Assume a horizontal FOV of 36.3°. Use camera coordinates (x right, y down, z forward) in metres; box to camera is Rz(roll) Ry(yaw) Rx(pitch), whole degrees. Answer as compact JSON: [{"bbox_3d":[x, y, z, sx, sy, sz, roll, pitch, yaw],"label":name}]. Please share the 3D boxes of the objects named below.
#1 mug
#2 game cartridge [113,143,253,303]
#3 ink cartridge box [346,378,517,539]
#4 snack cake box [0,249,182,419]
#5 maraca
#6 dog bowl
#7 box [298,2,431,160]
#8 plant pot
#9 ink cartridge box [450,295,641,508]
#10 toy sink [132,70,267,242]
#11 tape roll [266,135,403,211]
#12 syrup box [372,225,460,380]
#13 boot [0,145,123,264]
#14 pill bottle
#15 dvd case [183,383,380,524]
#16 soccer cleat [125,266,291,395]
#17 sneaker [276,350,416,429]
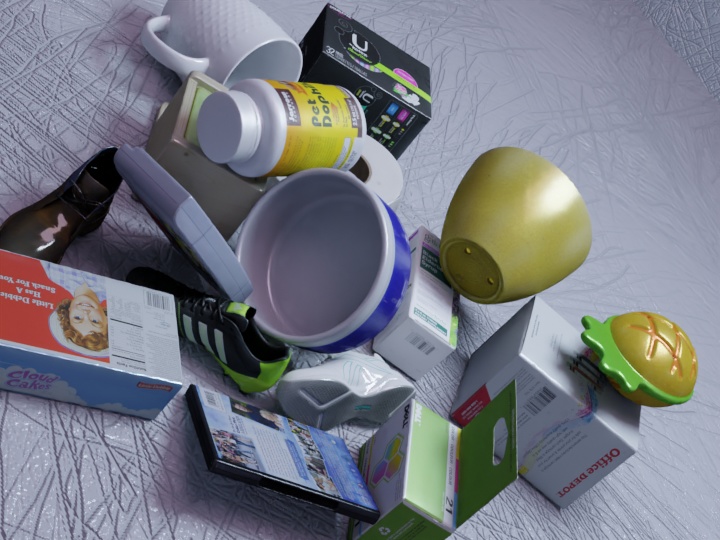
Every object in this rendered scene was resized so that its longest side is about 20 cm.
[{"bbox_3d":[-0.203,-0.298,1.467,0.175,0.149,0.198,46,34,23],"label":"mug"},{"bbox_3d":[-0.183,-0.041,1.180,0.132,0.041,0.201,37,-14,30],"label":"game cartridge"},{"bbox_3d":[0.077,0.202,1.165,0.075,0.200,0.149,31,35,-16],"label":"ink cartridge box"},{"bbox_3d":[-0.276,0.064,1.065,0.197,0.067,0.116,18,43,-33],"label":"snack cake box"},{"bbox_3d":[0.348,0.109,1.373,0.198,0.108,0.138,10,39,-42],"label":"maraca"},{"bbox_3d":[-0.044,-0.009,1.261,0.202,0.199,0.079,61,14,25],"label":"dog bowl"},{"bbox_3d":[-0.003,-0.277,1.675,0.198,0.125,0.150,27,37,-21],"label":"box"},{"bbox_3d":[0.182,-0.039,1.435,0.200,0.200,0.142,46,55,5],"label":"plant pot"},{"bbox_3d":[0.246,0.171,1.428,0.199,0.145,0.145,40,33,-6],"label":"ink cartridge box"},{"bbox_3d":[-0.185,-0.156,1.359,0.129,0.112,0.202,30,35,-20],"label":"toy sink"},{"bbox_3d":[-0.038,-0.131,1.499,0.199,0.037,0.205,12,40,-10],"label":"tape roll"},{"bbox_3d":[0.079,0.039,1.453,0.078,0.081,0.202,35,35,-17],"label":"syrup box"},{"bbox_3d":[-0.312,-0.064,1.139,0.074,0.097,0.201,39,33,-4],"label":"boot"},{"bbox_3d":[-0.091,-0.164,1.276,0.198,0.109,0.110,-7,57,-49],"label":"pill bottle"},{"bbox_3d":[-0.081,0.189,1.131,0.198,0.018,0.143,25,15,-28],"label":"dvd case"},{"bbox_3d":[-0.161,0.051,1.186,0.199,0.081,0.068,38,33,-8],"label":"soccer cleat"},{"bbox_3d":[-0.027,0.133,1.265,0.198,0.071,0.080,8,32,-46],"label":"sneaker"}]
